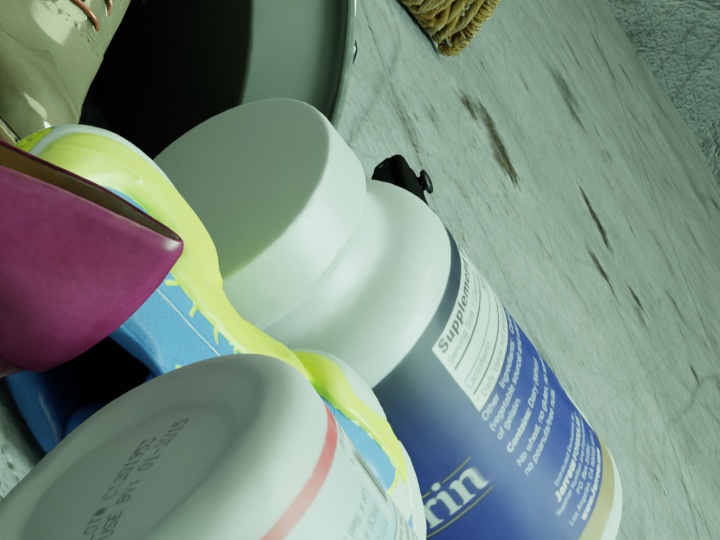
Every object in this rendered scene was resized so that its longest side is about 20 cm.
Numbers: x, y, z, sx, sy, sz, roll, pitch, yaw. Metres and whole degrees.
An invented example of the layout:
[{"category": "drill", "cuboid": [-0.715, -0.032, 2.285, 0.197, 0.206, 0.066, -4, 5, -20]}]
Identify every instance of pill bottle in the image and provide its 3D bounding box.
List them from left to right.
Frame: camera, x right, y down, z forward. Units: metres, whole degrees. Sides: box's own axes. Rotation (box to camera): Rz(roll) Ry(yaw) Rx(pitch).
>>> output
[{"category": "pill bottle", "cuboid": [-0.010, 0.129, 0.758, 0.200, 0.108, 0.109, 56, 12, -21]}, {"category": "pill bottle", "cuboid": [0.001, 0.040, 1.011, 0.200, 0.115, 0.116, 52, 14, -33]}]

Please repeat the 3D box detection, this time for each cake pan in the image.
[{"category": "cake pan", "cuboid": [-0.062, -0.119, 1.059, 0.200, 0.037, 0.201, 27, -59, 59]}]

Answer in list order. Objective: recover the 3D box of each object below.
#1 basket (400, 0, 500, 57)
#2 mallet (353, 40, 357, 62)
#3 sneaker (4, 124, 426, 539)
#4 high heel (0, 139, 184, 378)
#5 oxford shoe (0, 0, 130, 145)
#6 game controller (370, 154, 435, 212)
[{"category": "basket", "cuboid": [0.062, -0.285, 2.029, 0.149, 0.142, 0.200, 44, 19, -51]}, {"category": "mallet", "cuboid": [-0.051, -0.099, 1.146, 0.200, 0.041, 0.066, 33, -26, 52]}, {"category": "sneaker", "cuboid": [-0.055, 0.053, 0.887, 0.200, 0.076, 0.105, 48, 27, -21]}, {"category": "high heel", "cuboid": [-0.132, -0.059, 0.726, 0.200, 0.096, 0.067, 57, 12, -17]}, {"category": "oxford shoe", "cuboid": [-0.111, -0.100, 0.980, 0.071, 0.075, 0.200, 53, 13, -32]}, {"category": "game controller", "cuboid": [0.045, 0.027, 1.426, 0.104, 0.042, 0.200, 52, 14, -34]}]
